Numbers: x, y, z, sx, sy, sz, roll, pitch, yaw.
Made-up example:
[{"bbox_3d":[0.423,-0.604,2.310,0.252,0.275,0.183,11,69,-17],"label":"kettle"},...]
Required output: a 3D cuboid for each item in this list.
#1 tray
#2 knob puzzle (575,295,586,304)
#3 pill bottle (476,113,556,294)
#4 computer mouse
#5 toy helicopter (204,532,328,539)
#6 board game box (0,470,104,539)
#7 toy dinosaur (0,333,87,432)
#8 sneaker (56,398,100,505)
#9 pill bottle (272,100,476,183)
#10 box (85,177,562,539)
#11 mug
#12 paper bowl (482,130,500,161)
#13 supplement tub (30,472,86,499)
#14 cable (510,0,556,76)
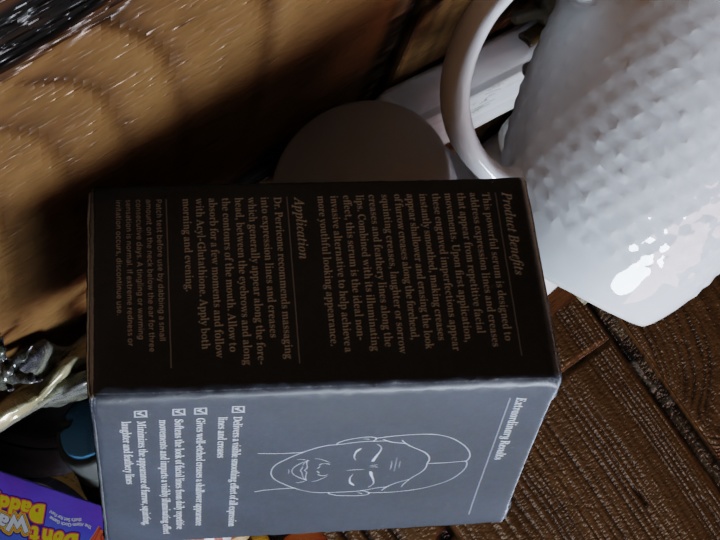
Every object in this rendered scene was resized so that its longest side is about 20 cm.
[{"bbox_3d":[0.067,-0.104,0.947,0.199,0.022,0.107,-30,168,-33],"label":"tray"},{"bbox_3d":[0.252,-0.062,1.141,0.220,0.030,0.220,-46,175,-5],"label":"knob puzzle"},{"bbox_3d":[0.153,-0.076,1.039,0.200,0.114,0.114,-44,170,5],"label":"pill bottle"},{"bbox_3d":[-0.140,0.071,1.008,0.199,0.046,0.140,-28,169,-38],"label":"computer mouse"},{"bbox_3d":[-0.119,0.183,1.109,0.132,0.079,0.200,-43,132,3],"label":"toy helicopter"},{"bbox_3d":[-0.206,0.170,0.935,0.200,0.133,0.045,-35,-143,56],"label":"board game box"},{"bbox_3d":[-0.161,0.053,0.855,0.199,0.048,0.088,-28,176,-23],"label":"toy dinosaur"},{"bbox_3d":[-0.092,0.066,0.943,0.200,0.073,0.083,-42,135,-27],"label":"sneaker"},{"bbox_3d":[0.021,-0.006,0.884,0.115,0.116,0.200,-34,155,-2],"label":"pill bottle"},{"bbox_3d":[-0.023,0.043,0.736,0.197,0.108,0.149,-1,148,-8],"label":"box"},{"bbox_3d":[0.127,-0.079,0.811,0.177,0.199,0.148,-63,-151,6],"label":"mug"},{"bbox_3d":[0.140,-0.056,1.200,0.200,0.105,0.201,-34,171,-6],"label":"paper bowl"},{"bbox_3d":[-0.165,0.194,1.240,0.199,0.145,0.144,-28,169,-40],"label":"supplement tub"},{"bbox_3d":[0.171,-0.154,0.916,0.199,0.050,0.098,-29,133,-9],"label":"cable"}]
